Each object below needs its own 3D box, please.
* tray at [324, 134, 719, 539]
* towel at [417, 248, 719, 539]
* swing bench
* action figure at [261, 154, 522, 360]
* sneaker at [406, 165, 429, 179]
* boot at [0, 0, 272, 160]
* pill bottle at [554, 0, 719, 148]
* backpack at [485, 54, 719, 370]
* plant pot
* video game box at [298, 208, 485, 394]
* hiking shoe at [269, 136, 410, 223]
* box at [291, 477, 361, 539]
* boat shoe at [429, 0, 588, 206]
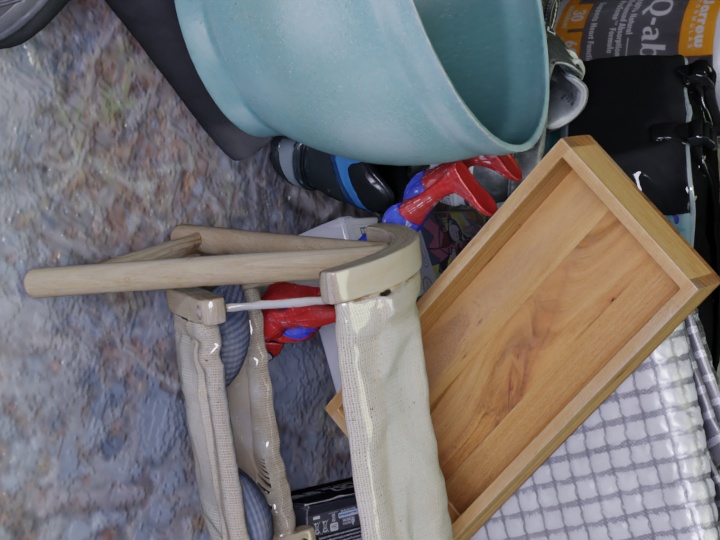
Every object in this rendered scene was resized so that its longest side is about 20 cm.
[{"bbox_3d":[0.077,0.038,0.974,0.099,0.200,0.037,50,30,17],"label":"tray"},{"bbox_3d":[0.104,0.076,1.035,0.085,0.200,0.166,-4,78,-53],"label":"towel"},{"bbox_3d":[-0.039,0.084,0.959,0.130,0.199,0.200,-21,108,-54],"label":"swing bench"},{"bbox_3d":[0.000,0.000,1.033,0.052,0.200,0.065,47,37,-14],"label":"action figure"},{"bbox_3d":[0.061,-0.110,1.218,0.201,0.071,0.098,-65,147,-23],"label":"sneaker"},{"bbox_3d":[-0.109,-0.122,0.981,0.200,0.065,0.165,55,49,-47],"label":"boot"},{"bbox_3d":[0.233,-0.142,1.358,0.116,0.199,0.117,1,89,-56],"label":"pill bottle"},{"bbox_3d":[0.151,-0.008,1.170,0.178,0.150,0.200,-79,158,-56],"label":"backpack"},{"bbox_3d":[-0.007,-0.138,0.948,0.200,0.134,0.201,43,39,-50],"label":"plant pot"},{"bbox_3d":[0.051,0.063,1.184,0.182,0.047,0.201,-6,79,-54],"label":"video game box"},{"bbox_3d":[0.021,-0.126,1.082,0.074,0.087,0.201,-21,133,-55],"label":"hiking shoe"},{"bbox_3d":[0.011,0.204,1.170,0.200,0.049,0.162,-6,93,-56],"label":"box"},{"bbox_3d":[0.093,-0.100,1.103,0.072,0.071,0.200,91,14,-45],"label":"boat shoe"}]
